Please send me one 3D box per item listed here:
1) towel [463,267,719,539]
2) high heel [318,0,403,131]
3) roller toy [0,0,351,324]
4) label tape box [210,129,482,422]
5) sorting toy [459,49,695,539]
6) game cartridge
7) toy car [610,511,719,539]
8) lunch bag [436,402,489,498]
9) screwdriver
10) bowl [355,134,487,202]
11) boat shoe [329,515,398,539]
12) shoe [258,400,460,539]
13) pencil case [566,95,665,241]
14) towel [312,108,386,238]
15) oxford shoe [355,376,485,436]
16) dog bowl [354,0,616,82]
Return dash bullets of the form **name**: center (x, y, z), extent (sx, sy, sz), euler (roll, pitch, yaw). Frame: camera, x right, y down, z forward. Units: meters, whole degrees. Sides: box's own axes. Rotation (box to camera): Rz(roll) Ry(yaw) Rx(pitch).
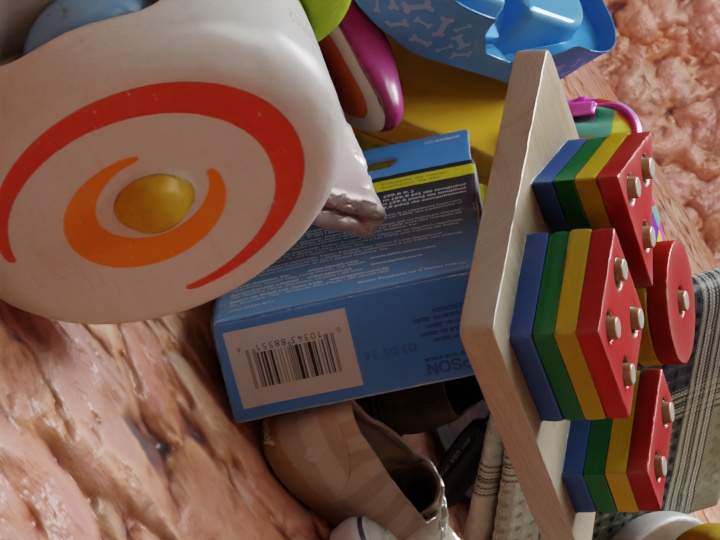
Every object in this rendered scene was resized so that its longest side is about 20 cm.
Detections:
- **towel**: center (0.154, 0.093, 1.601), extent (0.035, 0.192, 0.200), euler (44, -39, 41)
- **high heel**: center (0.013, -0.151, 1.519), extent (0.200, 0.096, 0.068), euler (-117, -159, -44)
- **roller toy**: center (-0.105, -0.070, 1.145), extent (0.182, 0.200, 0.140), euler (9, 43, -33)
- **label tape box**: center (0.000, 0.000, 1.424), extent (0.200, 0.144, 0.063), euler (-87, 164, -67)
- **sorting toy**: center (0.125, 0.019, 1.388), extent (0.200, 0.069, 0.199), euler (66, 28, -44)
- **game cartridge**: center (0.011, -0.141, 1.590), extent (0.200, 0.032, 0.176), euler (23, 40, 3)
- **toy car**: center (0.194, 0.257, 1.587), extent (0.175, 0.150, 0.201), euler (30, -46, 51)
- **lunch bag**: center (0.130, 0.055, 1.742), extent (0.127, 0.169, 0.200), euler (46, 17, -49)
- **screwdriver**: center (0.100, 0.065, 1.575), extent (0.028, 0.200, 0.029), euler (27, 20, -21)
- **bowl**: center (0.020, -0.061, 1.683), extent (0.200, 0.200, 0.108), euler (14, 89, -71)
- **boat shoe**: center (0.067, 0.200, 1.380), extent (0.202, 0.086, 0.075), euler (56, 14, -12)
- **shoe**: center (0.017, 0.126, 1.432), extent (0.200, 0.053, 0.070), euler (44, 20, -48)
- **pencil case**: center (0.143, -0.027, 1.582), extent (0.200, 0.088, 0.089), euler (68, -1, -59)
- **towel**: center (-0.093, -0.104, 1.401), extent (0.191, 0.032, 0.200), euler (14, 35, -30)
- **oxford shoe**: center (0.073, 0.037, 1.593), extent (0.200, 0.084, 0.073), euler (-55, 130, -46)
- **dog bowl**: center (0.065, -0.163, 1.523), extent (0.200, 0.050, 0.112), euler (11, 44, -46)
